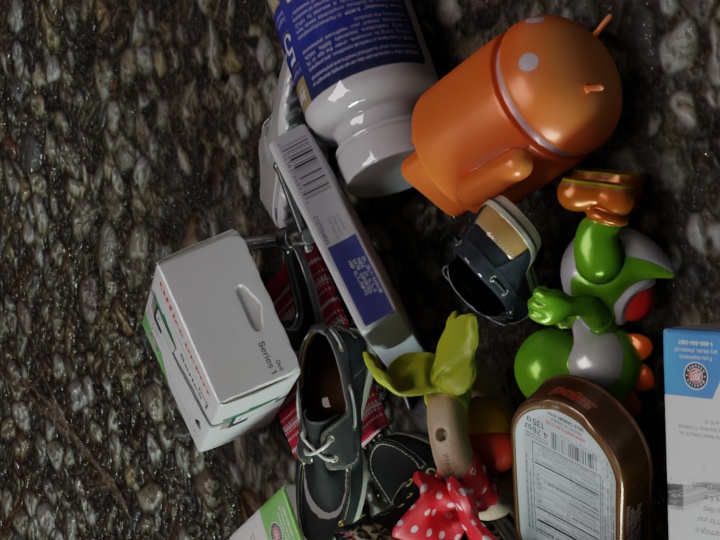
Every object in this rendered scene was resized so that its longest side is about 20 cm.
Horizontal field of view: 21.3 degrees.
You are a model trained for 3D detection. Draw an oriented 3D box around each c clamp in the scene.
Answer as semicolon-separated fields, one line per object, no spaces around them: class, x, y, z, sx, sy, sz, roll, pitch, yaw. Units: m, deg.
c clamp;-0.086;-0.004;1.768;0.200;0.027;0.172;-15;95;59

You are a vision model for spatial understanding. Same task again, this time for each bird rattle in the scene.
bird rattle;0.090;0.135;1.498;0.112;0.163;0.201;-27;70;27

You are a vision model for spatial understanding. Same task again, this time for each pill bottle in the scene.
pill bottle;0.001;-0.171;1.614;0.120;0.119;0.201;-40;62;48

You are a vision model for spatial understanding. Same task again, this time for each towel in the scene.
towel;-0.044;0.087;1.783;0.145;0.022;0.201;-47;57;45

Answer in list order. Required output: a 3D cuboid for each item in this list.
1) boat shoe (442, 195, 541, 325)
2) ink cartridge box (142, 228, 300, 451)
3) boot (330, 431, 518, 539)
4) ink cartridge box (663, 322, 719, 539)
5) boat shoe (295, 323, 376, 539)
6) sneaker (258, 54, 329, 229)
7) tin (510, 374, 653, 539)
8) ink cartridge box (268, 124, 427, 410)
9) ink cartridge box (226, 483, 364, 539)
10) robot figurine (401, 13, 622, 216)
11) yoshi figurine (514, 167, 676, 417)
boat shoe;0.099;0.003;1.475;0.075;0.062;0.200;45;170;14
ink cartridge box;-0.131;0.067;1.746;0.147;0.084;0.200;64;164;12
boot;0.028;0.205;1.586;0.203;0.153;0.074;42;125;44
ink cartridge box;0.284;0.139;1.290;0.145;0.083;0.202;2;95;53
boat shoe;-0.033;0.147;1.681;0.071;0.068;0.202;2;83;27
sneaker;-0.065;-0.134;1.744;0.082;0.074;0.201;34;120;45
tin;0.164;0.169;1.434;0.112;0.042;0.201;29;139;39
ink cartridge box;0.000;0.000;1.636;0.200;0.040;0.200;63;-179;26
ink cartridge box;-0.064;0.304;1.779;0.200;0.084;0.146;-46;57;45
robot figurine;0.118;-0.120;1.457;0.200;0.143;0.117;-34;78;41
yoshi figurine;0.160;0.026;1.439;0.112;0.112;0.202;-156;65;-63
